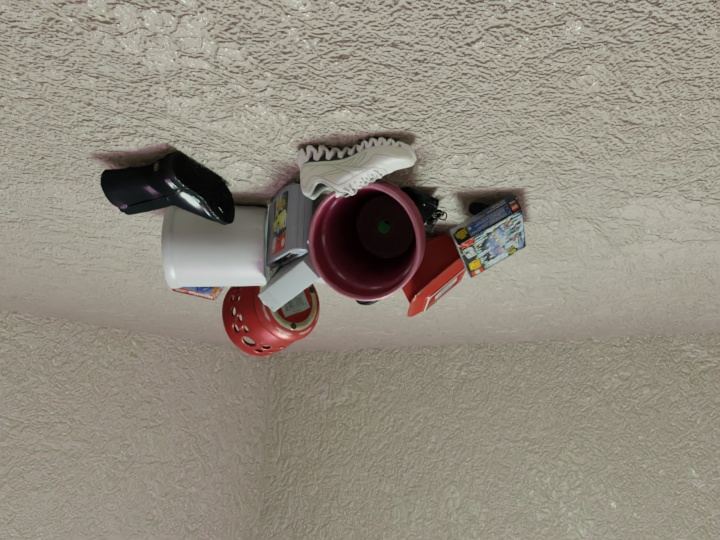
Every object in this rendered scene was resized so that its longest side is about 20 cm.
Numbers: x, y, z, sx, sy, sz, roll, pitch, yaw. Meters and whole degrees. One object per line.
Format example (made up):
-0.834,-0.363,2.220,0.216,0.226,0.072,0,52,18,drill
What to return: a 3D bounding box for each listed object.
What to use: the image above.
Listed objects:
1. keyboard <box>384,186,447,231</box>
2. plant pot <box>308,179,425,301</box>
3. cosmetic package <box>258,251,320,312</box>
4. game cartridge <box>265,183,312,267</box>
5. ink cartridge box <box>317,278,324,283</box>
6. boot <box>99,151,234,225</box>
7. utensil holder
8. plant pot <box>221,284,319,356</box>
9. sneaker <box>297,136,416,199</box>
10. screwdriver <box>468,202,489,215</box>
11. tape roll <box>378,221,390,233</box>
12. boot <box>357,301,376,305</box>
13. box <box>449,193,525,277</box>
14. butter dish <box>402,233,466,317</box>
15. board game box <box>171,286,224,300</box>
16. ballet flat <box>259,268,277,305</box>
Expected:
0.113,-0.120,1.244,0.103,0.040,0.200,27,165,-3,keyboard
0.028,-0.066,1.108,0.195,0.205,0.179,-3,-167,18,plant pot
-0.105,-0.025,1.236,0.150,0.201,0.052,-32,108,37,cosmetic package
-0.136,-0.086,1.163,0.040,0.136,0.199,10,167,-22,game cartridge
-0.118,-0.025,1.557,0.114,0.068,0.198,-8,163,35,ink cartridge box
-0.340,-0.134,1.113,0.165,0.078,0.200,-8,157,22,boot
-0.286,-0.051,1.270,0.195,0.174,0.170,0,167,-4,utensil holder
-0.209,0.089,1.499,0.197,0.205,0.181,11,155,-36,plant pot
-0.006,-0.156,0.982,0.195,0.083,0.075,-5,164,19,sneaker
0.283,-0.107,1.267,0.197,0.028,0.029,12,-168,-42,screwdriver
-0.002,-0.051,1.399,0.195,0.049,0.201,2,155,1,tape roll
0.000,0.000,1.331,0.166,0.078,0.199,14,146,-37,boot
0.258,-0.063,1.243,0.135,0.040,0.200,-30,156,7,box
0.153,-0.013,1.440,0.199,0.148,0.200,-38,165,-11,butter dish
-0.320,-0.015,1.371,0.101,0.202,0.020,10,131,14,board game box
-0.182,-0.012,1.385,0.063,0.202,0.076,19,147,16,ballet flat
